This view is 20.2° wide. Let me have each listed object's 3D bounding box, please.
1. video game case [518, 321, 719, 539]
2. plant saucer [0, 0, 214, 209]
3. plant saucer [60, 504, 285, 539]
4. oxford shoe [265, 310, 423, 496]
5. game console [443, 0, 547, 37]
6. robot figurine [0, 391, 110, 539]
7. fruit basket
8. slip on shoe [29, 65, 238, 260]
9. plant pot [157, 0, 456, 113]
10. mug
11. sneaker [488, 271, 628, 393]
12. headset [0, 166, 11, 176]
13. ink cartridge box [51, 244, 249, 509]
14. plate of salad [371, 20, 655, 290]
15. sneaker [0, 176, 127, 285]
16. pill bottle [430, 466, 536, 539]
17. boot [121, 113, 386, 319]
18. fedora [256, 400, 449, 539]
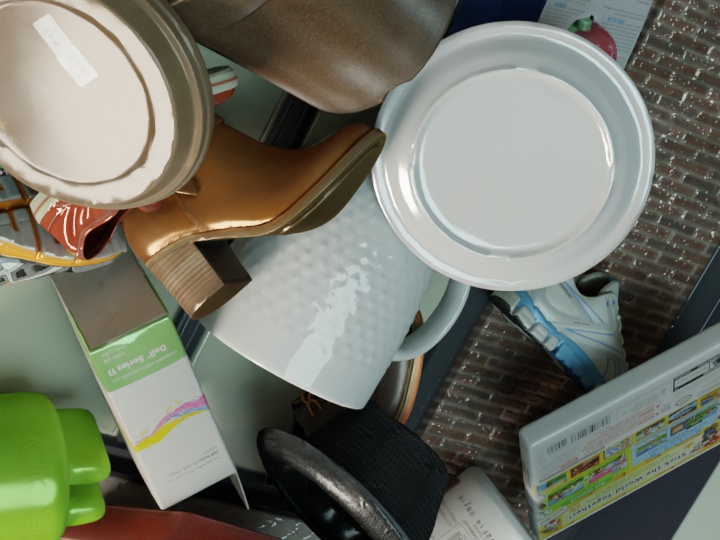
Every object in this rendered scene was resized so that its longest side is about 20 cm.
[{"bbox_3d":[0.226,0.136,1.688,0.199,0.023,0.182,-28,148,-9],"label":"video game case"},{"bbox_3d":[-0.188,-0.119,1.289,0.199,0.029,0.201,14,129,18],"label":"plant saucer"},{"bbox_3d":[-0.113,0.222,1.593,0.199,0.199,0.037,21,75,-31],"label":"plant saucer"},{"bbox_3d":[-0.011,0.110,1.624,0.073,0.071,0.201,16,112,-26],"label":"oxford shoe"},{"bbox_3d":[0.122,-0.215,1.463,0.118,0.172,0.201,27,107,-6],"label":"game console"},{"bbox_3d":[-0.290,0.153,1.497,0.199,0.116,0.176,-5,133,-20],"label":"robot figurine"},{"bbox_3d":[0.144,-0.132,1.519,0.185,0.093,0.201,-3,113,-60],"label":"fruit basket"},{"bbox_3d":[-0.146,-0.074,1.367,0.200,0.074,0.061,-38,88,34],"label":"slip on shoe"},{"bbox_3d":[-0.050,-0.215,1.349,0.200,0.200,0.198,-50,134,10],"label":"plant pot"},{"bbox_3d":[0.000,0.000,1.518,0.200,0.148,0.176,26,96,-37],"label":"mug"},{"bbox_3d":[0.196,0.052,1.682,0.087,0.075,0.200,-48,128,-3],"label":"sneaker"},{"bbox_3d":[-0.221,-0.123,1.358,0.199,0.094,0.124,-14,123,11],"label":"headset"},{"bbox_3d":[-0.156,0.095,1.520,0.067,0.117,0.201,-26,125,-9],"label":"ink cartridge box"},{"bbox_3d":[0.107,-0.081,1.422,0.199,0.048,0.201,1,113,3],"label":"plate of salad"},{"bbox_3d":[-0.265,-0.019,1.442,0.199,0.079,0.077,-1,142,-25],"label":"sneaker"},{"bbox_3d":[0.054,0.269,1.719,0.200,0.114,0.114,-38,127,1],"label":"pill bottle"},{"bbox_3d":[-0.094,-0.082,1.416,0.200,0.155,0.074,-38,168,13],"label":"boot"},{"bbox_3d":[0.011,0.166,1.558,0.092,0.200,0.201,-46,128,-16],"label":"fedora"}]
